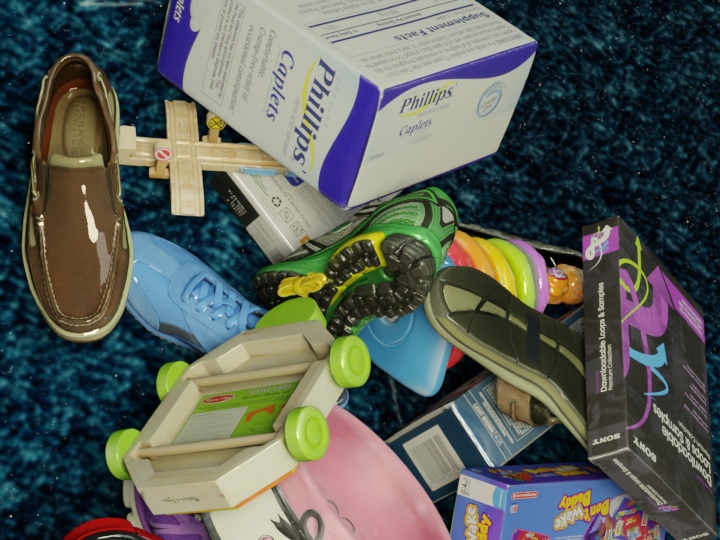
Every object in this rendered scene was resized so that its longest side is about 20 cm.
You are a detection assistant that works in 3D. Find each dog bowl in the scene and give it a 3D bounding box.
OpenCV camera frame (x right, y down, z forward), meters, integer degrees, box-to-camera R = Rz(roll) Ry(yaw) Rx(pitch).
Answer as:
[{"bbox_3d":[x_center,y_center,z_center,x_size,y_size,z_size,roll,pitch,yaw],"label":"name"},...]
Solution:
[{"bbox_3d":[-0.015,0.167,1.158,0.200,0.074,0.200,43,17,-16],"label":"dog bowl"}]

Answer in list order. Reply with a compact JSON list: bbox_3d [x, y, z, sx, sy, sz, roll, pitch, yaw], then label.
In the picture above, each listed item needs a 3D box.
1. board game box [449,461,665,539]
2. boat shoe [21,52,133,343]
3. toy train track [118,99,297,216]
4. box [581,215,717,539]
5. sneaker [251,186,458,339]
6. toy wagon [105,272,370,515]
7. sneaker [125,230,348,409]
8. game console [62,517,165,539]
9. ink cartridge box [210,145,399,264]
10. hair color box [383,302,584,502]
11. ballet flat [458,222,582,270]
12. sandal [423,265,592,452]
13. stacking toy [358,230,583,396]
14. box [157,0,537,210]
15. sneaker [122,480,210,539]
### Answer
[{"bbox_3d":[0.141,0.208,1.261,0.200,0.045,0.135,4,97,-46],"label":"board game box"},{"bbox_3d":[-0.195,-0.054,1.190,0.074,0.075,0.203,-6,65,-6],"label":"boat shoe"},{"bbox_3d":[-0.084,-0.090,1.277,0.199,0.033,0.115,3,48,-14],"label":"toy train track"},{"bbox_3d":[0.210,0.079,1.279,0.143,0.036,0.200,42,41,-41],"label":"box"},{"bbox_3d":[0.000,0.000,1.227,0.078,0.200,0.085,52,53,-15],"label":"sneaker"},{"bbox_3d":[-0.066,0.076,1.125,0.040,0.155,0.200,62,38,-25],"label":"toy wagon"},{"bbox_3d":[-0.088,0.036,1.231,0.200,0.078,0.066,43,54,-8],"label":"sneaker"},{"bbox_3d":[-0.136,0.254,1.050,0.177,0.200,0.031,29,12,-19],"label":"game console"},{"bbox_3d":[-0.017,-0.083,1.358,0.200,0.037,0.095,-39,92,-36],"label":"ink cartridge box"},{"bbox_3d":[0.119,0.094,1.328,0.200,0.100,0.061,-31,87,-39],"label":"hair color box"},{"bbox_3d":[0.089,-0.015,1.383,0.199,0.057,0.067,6,65,-32],"label":"ballet flat"},{"bbox_3d":[0.112,0.067,1.232,0.201,0.057,0.080,38,39,-22],"label":"sandal"},{"bbox_3d":[0.100,0.016,1.322,0.200,0.110,0.116,-5,29,-35],"label":"stacking toy"},{"bbox_3d":[-0.010,-0.154,1.281,0.200,0.105,0.184,37,37,26],"label":"box"},{"bbox_3d":[-0.087,0.189,1.158,0.080,0.083,0.200,-17,78,-38],"label":"sneaker"}]
